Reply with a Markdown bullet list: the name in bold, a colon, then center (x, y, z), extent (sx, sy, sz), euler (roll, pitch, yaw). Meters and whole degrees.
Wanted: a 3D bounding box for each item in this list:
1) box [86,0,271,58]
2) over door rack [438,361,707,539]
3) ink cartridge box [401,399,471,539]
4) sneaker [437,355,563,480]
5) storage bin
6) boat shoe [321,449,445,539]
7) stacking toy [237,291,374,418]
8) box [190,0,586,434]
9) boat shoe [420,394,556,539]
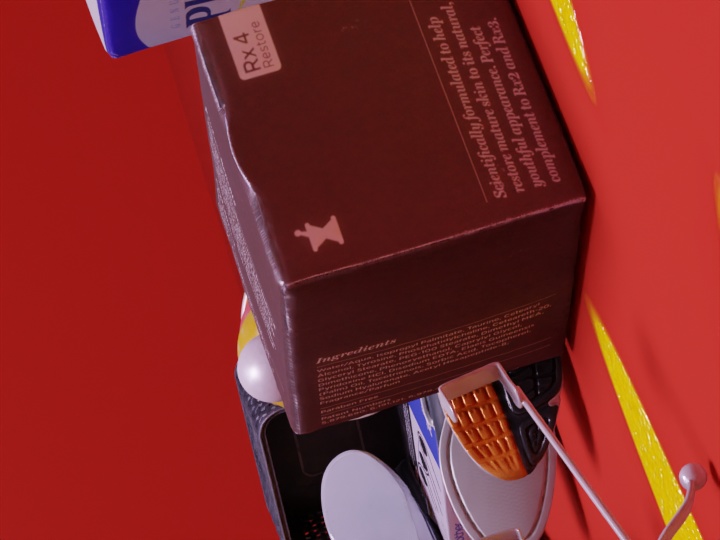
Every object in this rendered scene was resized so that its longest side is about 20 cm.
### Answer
- **box**: center (-0.071, -0.226, 1.463), extent (0.184, 0.200, 0.105), euler (93, 159, -70)
- **over door rack**: center (0.127, 0.141, 1.252), extent (0.200, 0.067, 0.148), euler (41, 153, 37)
- **ink cartridge box**: center (0.061, 0.109, 1.848), extent (0.200, 0.044, 0.094), euler (82, 167, -49)
- **sneaker**: center (0.075, 0.033, 1.511), extent (0.092, 0.076, 0.200), euler (71, -173, -68)
- **storage bin**: center (-0.020, 0.155, 2.217), extent (0.094, 0.135, 0.200), euler (-116, 12, -52)
- **boat shoe**: center (0.046, 0.225, 1.935), extent (0.200, 0.071, 0.091), euler (56, -165, 18)
- **stacking toy**: center (-0.044, 0.052, 1.833), extent (0.200, 0.146, 0.146), euler (-26, -80, -70)
- **box**: center (0.014, -0.039, 1.379), extent (0.200, 0.164, 0.166), euler (89, 164, -65)
- **boat shoe**: center (0.076, 0.080, 1.584), extent (0.060, 0.076, 0.200), euler (107, 158, -76)
